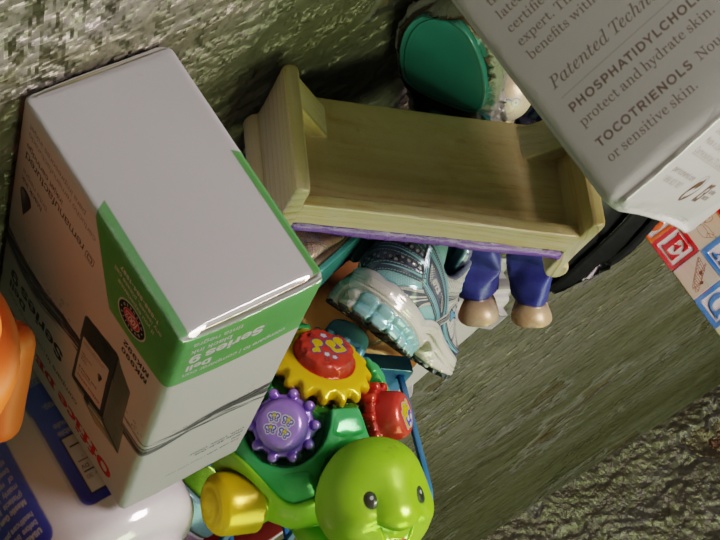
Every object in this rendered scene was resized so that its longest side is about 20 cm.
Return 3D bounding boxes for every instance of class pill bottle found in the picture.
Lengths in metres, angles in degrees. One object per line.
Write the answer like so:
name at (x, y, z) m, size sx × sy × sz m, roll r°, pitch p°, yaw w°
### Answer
pill bottle at (-0.166, 0.127, 0.867) m, size 0.111 × 0.201 × 0.112 m, roll -31°, pitch 163°, yaw -11°

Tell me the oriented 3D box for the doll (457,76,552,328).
doll at (0.105, -0.054, 1.043) m, size 0.049 × 0.134 × 0.202 m, roll -73°, pitch 161°, yaw -54°

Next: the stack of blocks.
stack of blocks at (0.276, -0.063, 1.213) m, size 0.115 × 0.201 × 0.059 m, roll -37°, pitch 162°, yaw 10°

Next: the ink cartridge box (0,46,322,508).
ink cartridge box at (-0.111, 0.012, 0.763) m, size 0.083 × 0.147 × 0.201 m, roll -26°, pitch 160°, yaw -29°

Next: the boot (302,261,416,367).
boot at (0.000, 0.000, 1.080) m, size 0.155 × 0.073 × 0.200 m, roll -51°, pitch 142°, yaw -9°

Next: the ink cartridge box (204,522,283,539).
ink cartridge box at (-0.099, 0.188, 1.253) m, size 0.175 × 0.045 × 0.199 m, roll -28°, pitch -173°, yaw -39°

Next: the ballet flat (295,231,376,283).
ballet flat at (-0.017, -0.037, 0.934) m, size 0.068 × 0.067 × 0.200 m, roll -52°, pitch 171°, yaw 24°

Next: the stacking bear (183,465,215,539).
stacking bear at (-0.114, 0.135, 1.150) m, size 0.200 × 0.121 × 0.114 m, roll -46°, pitch 127°, yaw -4°

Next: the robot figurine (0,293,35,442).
robot figurine at (-0.233, 0.062, 0.715) m, size 0.200 × 0.116 × 0.144 m, roll -51°, pitch -178°, yaw 39°

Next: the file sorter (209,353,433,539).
file sorter at (-0.068, 0.139, 1.014) m, size 0.198 × 0.124 × 0.139 m, roll 6°, pitch 141°, yaw -28°

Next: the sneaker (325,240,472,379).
sneaker at (0.045, 0.014, 0.977) m, size 0.087 × 0.077 × 0.200 m, roll -55°, pitch 168°, yaw 0°

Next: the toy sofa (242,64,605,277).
toy sofa at (0.032, -0.046, 0.857) m, size 0.197 × 0.084 × 0.098 m, roll 5°, pitch 150°, yaw -23°

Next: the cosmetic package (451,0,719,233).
cosmetic package at (0.148, -0.151, 0.741) m, size 0.166 × 0.201 × 0.167 m, roll -41°, pitch 161°, yaw 17°

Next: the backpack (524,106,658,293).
backpack at (0.179, -0.077, 1.125) m, size 0.162 × 0.153 × 0.202 m, roll -23°, pitch 138°, yaw -49°

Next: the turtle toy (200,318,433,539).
turtle toy at (-0.025, 0.098, 0.882) m, size 0.144 × 0.201 × 0.102 m, roll -1°, pitch 130°, yaw -33°

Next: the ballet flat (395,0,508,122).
ballet flat at (0.061, -0.117, 0.908) m, size 0.071 × 0.072 × 0.201 m, roll -31°, pitch 156°, yaw -12°

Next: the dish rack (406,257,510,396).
dish rack at (0.042, 0.067, 1.286) m, size 0.200 × 0.044 × 0.171 m, roll -42°, pitch 163°, yaw 23°
